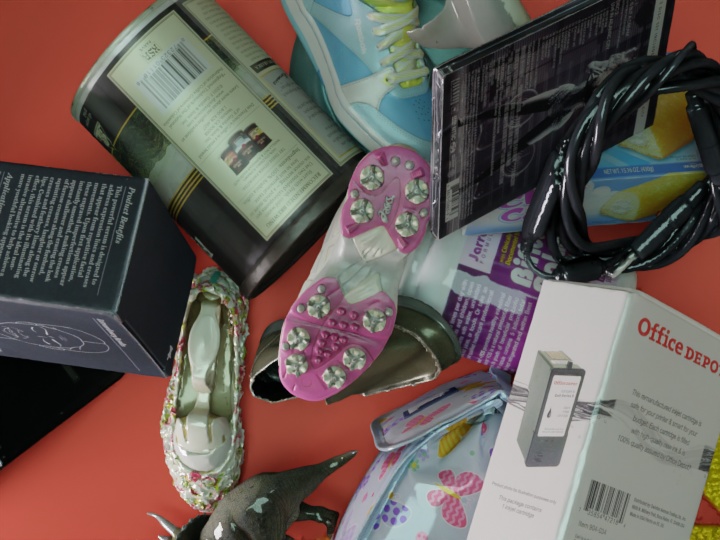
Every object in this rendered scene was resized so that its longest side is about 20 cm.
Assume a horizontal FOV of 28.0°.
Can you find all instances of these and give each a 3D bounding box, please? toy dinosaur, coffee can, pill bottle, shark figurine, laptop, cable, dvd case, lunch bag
[{"bbox_3d":[-0.081,0.204,1.134,0.102,0.077,0.200,35,123,-26],"label":"toy dinosaur"},{"bbox_3d":[-0.104,-0.100,1.121,0.146,0.146,0.200,-45,87,4],"label":"coffee can"},{"bbox_3d":[0.106,0.017,1.125,0.198,0.112,0.114,18,92,3],"label":"pill bottle"},{"bbox_3d":[0.064,-0.202,1.002,0.089,0.129,0.216,-22,111,18],"label":"shark figurine"},{"bbox_3d":[-0.338,0.082,1.209,0.199,0.116,0.188,-38,89,-25],"label":"laptop"},{"bbox_3d":[0.205,-0.068,1.010,0.161,0.051,0.202,2,129,-19],"label":"cable"},{"bbox_3d":[0.130,-0.117,0.980,0.198,0.150,0.016,-28,53,-21],"label":"dvd case"},{"bbox_3d":[0.057,0.168,1.102,0.126,0.170,0.202,30,94,-2],"label":"lunch bag"}]

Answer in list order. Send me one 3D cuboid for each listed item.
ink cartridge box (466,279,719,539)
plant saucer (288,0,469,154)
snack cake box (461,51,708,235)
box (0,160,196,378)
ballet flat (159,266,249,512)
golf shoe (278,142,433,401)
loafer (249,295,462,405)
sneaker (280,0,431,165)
[{"bbox_3d":[0.171,0.124,1.004,0.145,0.083,0.202,25,79,-41],"label":"ink cartridge box"},{"bbox_3d":[0.038,-0.157,1.165,0.197,0.036,0.203,0,90,4],"label":"plant saucer"},{"bbox_3d":[0.165,-0.098,1.098,0.197,0.067,0.116,-5,61,-10],"label":"snack cake box"},{"bbox_3d":[-0.242,-0.002,1.085,0.197,0.149,0.108,8,69,10],"label":"box"},{"bbox_3d":[-0.128,0.099,1.167,0.074,0.064,0.203,1,91,2],"label":"ballet flat"},{"bbox_3d":[0.000,0.000,1.051,0.075,0.092,0.202,26,105,-4],"label":"golf shoe"},{"bbox_3d":[-0.009,0.073,1.110,0.198,0.070,0.076,-13,122,41],"label":"loafer"},{"bbox_3d":[0.024,-0.181,1.072,0.201,0.079,0.131,57,135,12],"label":"sneaker"}]
